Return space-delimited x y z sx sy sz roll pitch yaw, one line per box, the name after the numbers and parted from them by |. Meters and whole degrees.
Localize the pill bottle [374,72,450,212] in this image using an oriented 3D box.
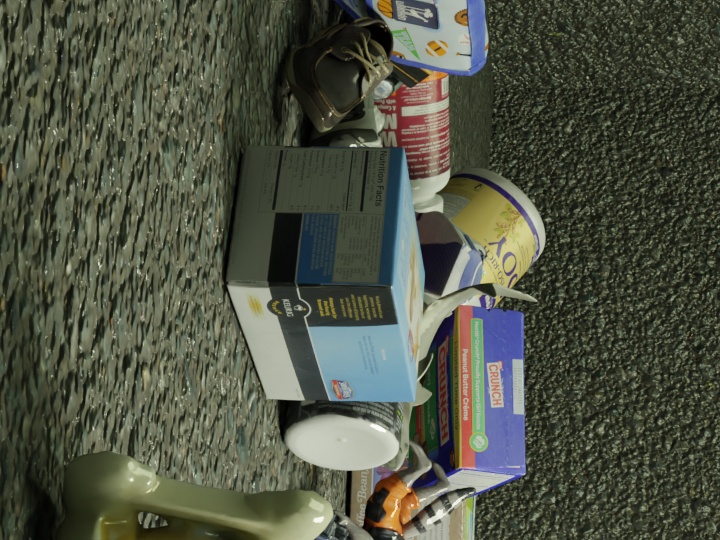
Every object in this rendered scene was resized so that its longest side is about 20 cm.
0.046 -0.146 1.995 0.110 0.109 0.200 -66 155 -71 | pill bottle

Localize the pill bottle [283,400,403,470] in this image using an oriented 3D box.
-0.009 0.072 1.626 0.106 0.106 0.200 79 14 -56 | pill bottle

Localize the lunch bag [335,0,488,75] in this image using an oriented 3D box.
0.044 -0.294 1.683 0.200 0.124 0.170 46 -19 31 | lunch bag

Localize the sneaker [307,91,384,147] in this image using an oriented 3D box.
-0.019 -0.150 1.707 0.200 0.074 0.079 -85 164 -72 | sneaker

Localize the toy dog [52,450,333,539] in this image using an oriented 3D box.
-0.112 0.216 0.892 0.194 0.139 0.200 -41 -143 48 | toy dog

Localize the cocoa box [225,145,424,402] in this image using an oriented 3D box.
-0.022 0.006 1.434 0.200 0.131 0.134 77 16 -59 | cocoa box

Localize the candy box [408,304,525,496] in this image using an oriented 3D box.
0.108 0.141 1.853 0.200 0.077 0.169 134 -41 -70 | candy box

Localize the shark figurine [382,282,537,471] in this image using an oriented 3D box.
0.062 0.087 1.696 0.215 0.128 0.089 -55 134 -9 | shark figurine

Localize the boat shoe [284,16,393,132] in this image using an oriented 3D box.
-0.014 -0.188 1.599 0.075 0.073 0.200 54 22 -17 | boat shoe

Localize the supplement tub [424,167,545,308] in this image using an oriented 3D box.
0.108 -0.010 2.098 0.200 0.145 0.146 -46 148 -29 | supplement tub

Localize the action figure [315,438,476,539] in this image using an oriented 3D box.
0.014 0.255 1.688 0.194 0.105 0.200 -54 171 -6 | action figure

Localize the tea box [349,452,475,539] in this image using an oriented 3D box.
0.063 0.255 2.062 0.197 0.133 0.200 54 37 -76 | tea box

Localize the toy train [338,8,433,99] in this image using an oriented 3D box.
0.038 -0.267 1.838 0.085 0.114 0.200 34 41 -33 | toy train

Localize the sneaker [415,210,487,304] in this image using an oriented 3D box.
0.092 -0.014 1.845 0.081 0.115 0.199 -64 -152 5 | sneaker
